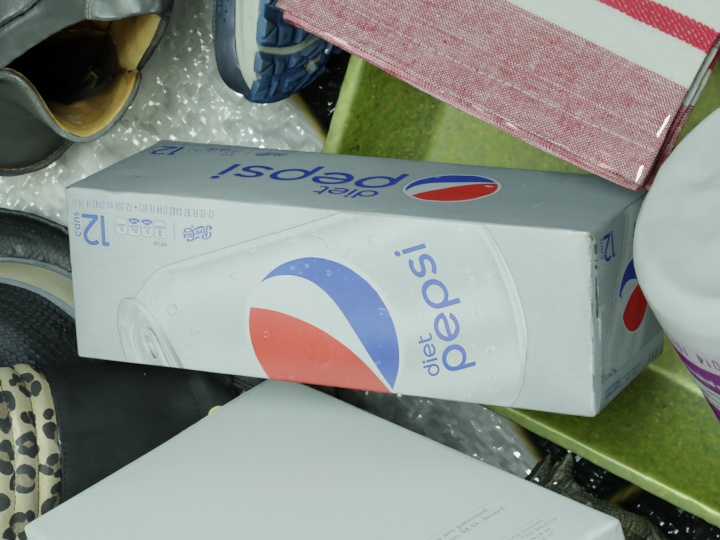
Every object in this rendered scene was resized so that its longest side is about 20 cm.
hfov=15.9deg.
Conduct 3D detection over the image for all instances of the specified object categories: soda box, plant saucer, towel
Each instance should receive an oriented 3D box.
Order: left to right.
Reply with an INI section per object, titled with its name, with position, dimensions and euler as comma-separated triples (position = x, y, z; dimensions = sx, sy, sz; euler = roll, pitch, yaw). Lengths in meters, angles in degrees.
[soda box]
position = 0.000, 0.000, 0.886
dimensions = 0.199, 0.068, 0.064
euler = 6, 109, 25
[towel]
position = 0.077, -0.142, 0.842
dimensions = 0.143, 0.023, 0.201
euler = 28, 88, 19
[plant saucer]
position = 0.090, -0.039, 0.903
dimensions = 0.199, 0.048, 0.201
euler = 26, 116, 17

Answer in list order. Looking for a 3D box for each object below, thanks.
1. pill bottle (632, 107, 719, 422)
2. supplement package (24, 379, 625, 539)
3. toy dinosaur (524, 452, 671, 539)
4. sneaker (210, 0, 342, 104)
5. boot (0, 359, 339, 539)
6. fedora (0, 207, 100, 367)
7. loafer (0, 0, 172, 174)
[pill bottle]
position = 0.172, 0.040, 0.807
dimensions = 0.112, 0.113, 0.200
euler = -12, 130, 30
[supplement package]
position = -0.004, 0.133, 0.873
dimensions = 0.200, 0.119, 0.122
euler = 20, 134, 53
[toy dinosaur]
position = 0.093, 0.118, 0.913
dimensions = 0.102, 0.077, 0.200
euler = 42, 150, -3
[sneaker]
position = -0.038, -0.162, 0.925
dimensions = 0.085, 0.077, 0.202
euler = 13, 105, 34
[boot]
position = -0.087, 0.115, 0.980
dimensions = 0.073, 0.150, 0.201
euler = 33, 121, 53
[fedora]
position = -0.165, 0.074, 1.044
dimensions = 0.199, 0.092, 0.202
euler = 9, 111, 25
[loafer]
position = -0.112, -0.078, 0.933
dimensions = 0.200, 0.072, 0.073
euler = 120, 138, -61
